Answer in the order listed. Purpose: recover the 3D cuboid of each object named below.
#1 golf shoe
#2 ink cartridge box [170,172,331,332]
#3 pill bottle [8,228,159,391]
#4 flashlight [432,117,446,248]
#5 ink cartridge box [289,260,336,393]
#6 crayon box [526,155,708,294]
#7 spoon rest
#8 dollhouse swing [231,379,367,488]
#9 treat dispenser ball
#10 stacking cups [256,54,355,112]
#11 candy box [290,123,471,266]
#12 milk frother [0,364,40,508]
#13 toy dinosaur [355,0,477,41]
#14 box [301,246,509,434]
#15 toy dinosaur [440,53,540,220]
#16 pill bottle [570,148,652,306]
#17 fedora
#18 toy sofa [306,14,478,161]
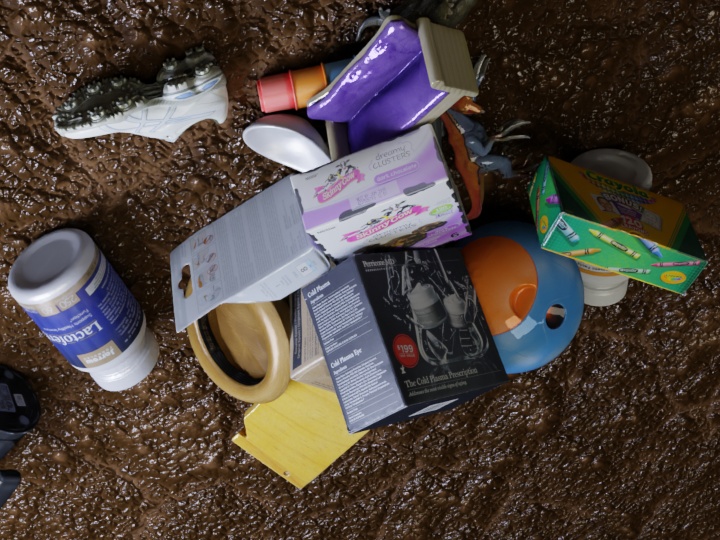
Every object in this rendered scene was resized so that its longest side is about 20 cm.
[{"bbox_3d":[-0.242,-0.173,1.177,0.198,0.079,0.098,-16,137,-1],"label":"golf shoe"},{"bbox_3d":[-0.139,-0.014,1.277,0.199,0.161,0.047,-32,129,12],"label":"ink cartridge box"},{"bbox_3d":[-0.339,0.054,1.306,0.115,0.116,0.201,-24,131,5],"label":"pill bottle"},{"bbox_3d":[0.079,-0.117,1.316,0.067,0.068,0.201,-15,132,-10],"label":"flashlight"},{"bbox_3d":[0.005,0.078,1.337,0.199,0.166,0.075,23,139,-34],"label":"ink cartridge box"},{"bbox_3d":[0.306,-0.055,1.258,0.198,0.119,0.059,17,127,-14],"label":"crayon box"},{"bbox_3d":[-0.045,-0.137,1.250,0.198,0.061,0.099,13,163,-19],"label":"spoon rest"},{"bbox_3d":[-0.051,0.169,1.473,0.181,0.176,0.200,39,112,-20],"label":"dollhouse swing"},{"bbox_3d":[0.196,0.035,1.386,0.198,0.202,0.202,-8,131,-9],"label":"treat dispenser ball"},{"bbox_3d":[-0.021,-0.221,1.207,0.198,0.061,0.061,-11,131,-6],"label":"stacking cups"},{"bbox_3d":[0.029,-0.073,1.201,0.166,0.072,0.200,-20,161,8],"label":"candy box"},{"bbox_3d":[-0.547,0.228,1.345,0.199,0.181,0.188,28,116,-36],"label":"milk frother"},{"bbox_3d":[0.085,-0.291,1.166,0.199,0.078,0.102,-35,164,31],"label":"toy dinosaur"},{"bbox_3d":[0.055,0.078,1.249,0.199,0.184,0.104,-6,160,-47],"label":"box"},{"bbox_3d":[0.139,-0.148,1.257,0.180,0.105,0.201,14,110,-43],"label":"toy dinosaur"},{"bbox_3d":[0.328,-0.053,1.411,0.110,0.112,0.202,-11,131,-7],"label":"pill bottle"},{"bbox_3d":[-0.144,0.073,1.366,0.081,0.200,0.202,-25,144,-46],"label":"fedora"},{"bbox_3d":[0.028,-0.184,1.140,0.097,0.084,0.200,6,152,-35],"label":"toy sofa"}]
